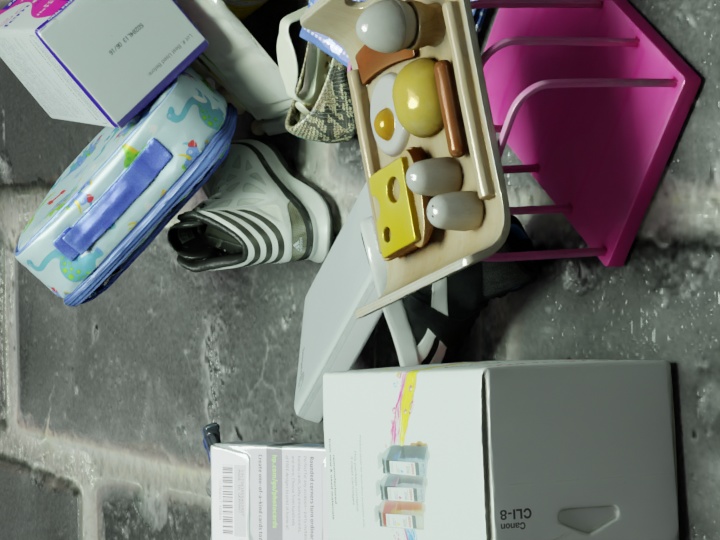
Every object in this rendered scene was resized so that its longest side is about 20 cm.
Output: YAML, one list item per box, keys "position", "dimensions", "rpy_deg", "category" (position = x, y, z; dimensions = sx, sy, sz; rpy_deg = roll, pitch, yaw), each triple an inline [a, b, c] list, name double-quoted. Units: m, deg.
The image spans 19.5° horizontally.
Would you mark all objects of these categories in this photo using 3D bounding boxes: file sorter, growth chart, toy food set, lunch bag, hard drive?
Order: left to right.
- position: [-0.186, -0.069, 1.673]
  dimensions: [0.200, 0.082, 0.161]
  rpy_deg: [-47, 11, 8]
  category: "lunch bag"
- position: [-0.109, -0.178, 1.660]
  dimensions: [0.018, 0.200, 0.144]
  rpy_deg: [-51, 30, -20]
  category: "growth chart"
- position: [0.000, 0.000, 1.539]
  dimensions: [0.132, 0.027, 0.200]
  rpy_deg: [-85, 17, -46]
  category: "hard drive"
- position: [0.017, -0.082, 1.263]
  dimensions: [0.143, 0.060, 0.201]
  rpy_deg: [-29, 68, 58]
  category: "toy food set"
- position: [0.091, -0.116, 1.316]
  dimensions: [0.200, 0.125, 0.140]
  rpy_deg: [56, 138, 44]
  category: "file sorter"

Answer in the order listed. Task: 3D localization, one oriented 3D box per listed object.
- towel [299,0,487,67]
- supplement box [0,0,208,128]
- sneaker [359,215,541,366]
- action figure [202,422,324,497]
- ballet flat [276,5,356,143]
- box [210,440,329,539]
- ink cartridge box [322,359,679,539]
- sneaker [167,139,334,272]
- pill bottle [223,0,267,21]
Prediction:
- position: [0.030, -0.213, 1.461]
  dimensions: [0.145, 0.024, 0.201]
  rpy_deg: [37, 129, 25]
  category: "towel"
- position: [-0.217, -0.186, 1.674]
  dimensions: [0.103, 0.101, 0.200]
  rpy_deg: [50, 166, -19]
  category: "supplement box"
- position: [0.072, 0.021, 1.417]
  dimensions: [0.200, 0.111, 0.073]
  rpy_deg: [71, -174, -58]
  category: "sneaker"
- position: [-0.051, 0.212, 1.640]
  dimensions: [0.193, 0.104, 0.201]
  rpy_deg: [-177, 75, -68]
  category: "action figure"
- position: [-0.024, -0.192, 1.570]
  dimensions: [0.068, 0.075, 0.201]
  rpy_deg: [39, 124, 58]
  category: "ballet flat"
- position: [-0.014, 0.204, 1.504]
  dimensions: [0.199, 0.041, 0.157]
  rpy_deg: [-1, 91, 29]
  category: "box"
- position: [0.086, 0.130, 1.315]
  dimensions: [0.200, 0.145, 0.146]
  rpy_deg: [-5, 87, 60]
  category: "ink cartridge box"
- position: [-0.113, -0.055, 1.691]
  dimensions: [0.200, 0.115, 0.076]
  rpy_deg: [34, 127, 56]
  category: "sneaker"
- position: [-0.125, -0.254, 1.713]
  dimensions: [0.200, 0.112, 0.114]
  rpy_deg: [-24, 70, 59]
  category: "pill bottle"
